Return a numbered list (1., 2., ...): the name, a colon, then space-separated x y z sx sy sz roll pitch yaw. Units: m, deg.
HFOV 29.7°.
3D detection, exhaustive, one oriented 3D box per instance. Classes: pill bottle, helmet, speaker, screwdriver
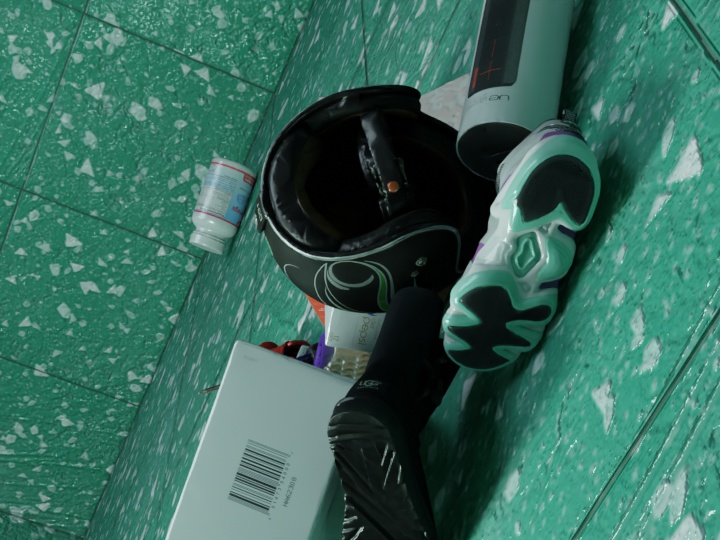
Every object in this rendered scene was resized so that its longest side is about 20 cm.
1. pill bottle: -0.315 -0.145 3.067 0.109 0.108 0.202 171 119 -76
2. helmet: 0.015 -0.055 1.178 0.191 0.198 0.202 40 -112 -68
3. speaker: 0.136 -0.176 1.162 0.081 0.080 0.202 129 158 -56
4. screwdriver: -0.091 0.112 1.520 0.028 0.198 0.029 46 146 42

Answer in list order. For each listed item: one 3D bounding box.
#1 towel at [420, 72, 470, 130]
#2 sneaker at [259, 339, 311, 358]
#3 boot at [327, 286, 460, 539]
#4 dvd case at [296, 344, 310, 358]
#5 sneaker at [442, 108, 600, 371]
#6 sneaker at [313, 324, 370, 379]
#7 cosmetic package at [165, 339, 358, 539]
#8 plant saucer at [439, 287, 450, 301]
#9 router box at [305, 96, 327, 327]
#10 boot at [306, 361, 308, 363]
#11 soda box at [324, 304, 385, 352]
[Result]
1. towel: 0.047 -0.114 1.361 0.190 0.032 0.201 -27 25 10
2. sneaker: -0.096 0.126 1.792 0.085 0.077 0.200 -48 15 2
3. boot: 0.040 0.134 1.066 0.169 0.076 0.202 -57 -39 -51
4. dvd case: -0.101 0.202 1.609 0.201 0.017 0.144 -67 -6 -52
5. sneaker: 0.126 -0.029 1.039 0.140 0.077 0.201 -75 11 -62
6. sneaker: -0.021 0.124 1.443 0.100 0.069 0.201 112 173 -45
7. cosmetic package: -0.056 0.184 1.163 0.201 0.122 0.200 -70 -20 -6
8. plant saucer: 0.053 -0.003 1.376 0.200 0.037 0.202 -160 90 -78
9. router box: -0.023 -0.063 1.542 0.180 0.048 0.202 64 -146 -51
10. boot: -0.071 0.191 1.424 0.186 0.063 0.203 145 129 -73
11. soda box: 0.000 0.000 1.341 0.201 0.063 0.069 -92 12 -62
